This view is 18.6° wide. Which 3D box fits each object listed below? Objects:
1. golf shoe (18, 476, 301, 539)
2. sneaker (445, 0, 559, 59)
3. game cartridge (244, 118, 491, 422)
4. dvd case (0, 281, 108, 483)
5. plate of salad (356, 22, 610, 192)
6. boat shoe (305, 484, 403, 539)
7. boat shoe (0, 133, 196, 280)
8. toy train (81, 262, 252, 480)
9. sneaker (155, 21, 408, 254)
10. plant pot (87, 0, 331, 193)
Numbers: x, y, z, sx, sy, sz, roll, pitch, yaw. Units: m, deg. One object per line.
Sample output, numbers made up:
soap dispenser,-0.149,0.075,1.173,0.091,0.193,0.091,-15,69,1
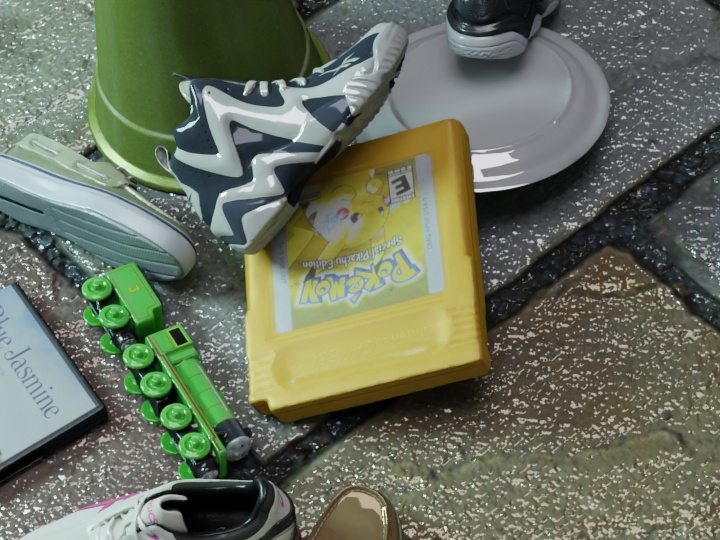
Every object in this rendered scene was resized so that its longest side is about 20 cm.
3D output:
golf shoe,-0.141,0.171,1.454,0.198,0.092,0.073,-11,54,1
sneaker,0.114,-0.247,1.692,0.075,0.115,0.200,7,30,13
game cartridge,0.000,0.000,1.565,0.175,0.032,0.201,-15,56,16
dvd case,-0.297,0.105,1.569,0.199,0.018,0.143,-31,55,-16
plate of salad,0.090,-0.121,1.671,0.198,0.048,0.201,-3,44,3
boat shoe,-0.021,0.218,1.418,0.073,0.067,0.201,9,55,14
boat shoe,-0.198,-0.054,1.644,0.199,0.072,0.062,24,62,26
toy train,-0.138,0.071,1.563,0.056,0.042,0.200,-21,53,-22
sneaker,-0.066,-0.124,1.577,0.129,0.079,0.200,39,92,6
plant pot,-0.127,-0.196,1.667,0.198,0.191,0.201,-4,52,5
